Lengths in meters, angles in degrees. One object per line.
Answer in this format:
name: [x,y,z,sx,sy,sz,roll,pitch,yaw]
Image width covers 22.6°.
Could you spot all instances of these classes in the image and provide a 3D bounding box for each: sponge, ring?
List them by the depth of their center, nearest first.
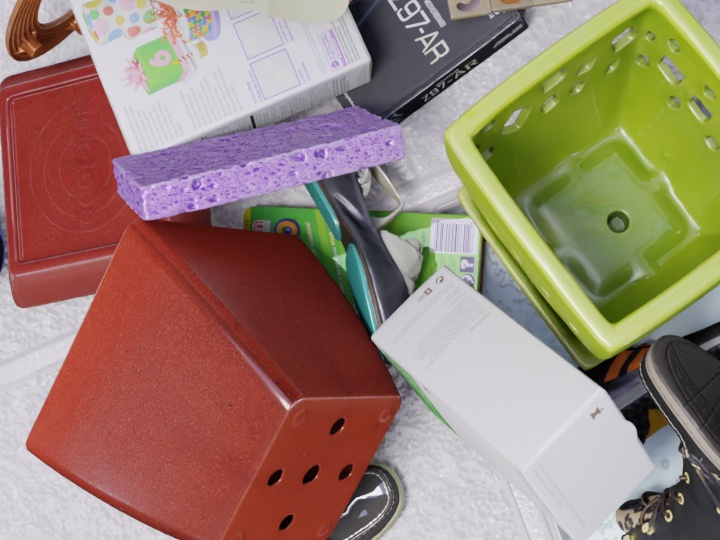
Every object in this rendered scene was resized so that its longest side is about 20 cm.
sponge: [-0.077,-0.081,1.326,0.198,0.112,0.030,-13,107,-14]
ring: [-0.209,-0.243,1.426,0.019,0.200,0.201,39,95,3]

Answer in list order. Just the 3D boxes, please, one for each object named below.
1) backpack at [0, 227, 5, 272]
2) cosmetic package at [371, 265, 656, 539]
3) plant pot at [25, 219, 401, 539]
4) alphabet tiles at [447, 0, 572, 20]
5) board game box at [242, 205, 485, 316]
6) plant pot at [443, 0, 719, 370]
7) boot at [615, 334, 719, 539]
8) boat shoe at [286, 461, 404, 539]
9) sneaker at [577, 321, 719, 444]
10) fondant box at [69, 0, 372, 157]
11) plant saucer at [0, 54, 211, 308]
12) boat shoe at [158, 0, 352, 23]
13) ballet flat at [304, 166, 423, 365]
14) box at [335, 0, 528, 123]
backpack: [-0.392,-0.046,1.463,0.134,0.182,0.201,-35,81,32]
cosmetic package: [0.109,0.093,1.302,0.085,0.108,0.200,-43,40,-5]
plant pot: [-0.090,0.099,1.330,0.176,0.199,0.201,38,109,31]
alphabet tiles: [0.101,-0.298,1.421,0.164,0.006,0.202,-9,76,-6]
board game box: [0.000,0.000,1.447,0.197,0.030,0.097,3,86,11]
plant pot: [0.188,-0.054,1.315,0.198,0.182,0.201,-35,78,-8]
boot: [0.240,0.155,1.313,0.200,0.073,0.150,47,136,-3]
boat shoe: [-0.060,0.212,1.424,0.199,0.066,0.072,-25,81,11]
sneaker: [0.214,0.076,1.371,0.199,0.070,0.090,-31,46,-4]
fondant box: [-0.108,-0.181,1.403,0.198,0.058,0.146,-23,81,-4]
plant saucer: [-0.218,-0.084,1.467,0.198,0.037,0.202,-11,79,26]
boat shoe: [-0.096,-0.235,1.354,0.198,0.063,0.072,12,128,6]
ballet flat: [0.009,-0.027,1.401,0.072,0.073,0.202,-26,73,10]
box: [0.015,-0.231,1.451,0.159,0.044,0.201,-35,79,9]
